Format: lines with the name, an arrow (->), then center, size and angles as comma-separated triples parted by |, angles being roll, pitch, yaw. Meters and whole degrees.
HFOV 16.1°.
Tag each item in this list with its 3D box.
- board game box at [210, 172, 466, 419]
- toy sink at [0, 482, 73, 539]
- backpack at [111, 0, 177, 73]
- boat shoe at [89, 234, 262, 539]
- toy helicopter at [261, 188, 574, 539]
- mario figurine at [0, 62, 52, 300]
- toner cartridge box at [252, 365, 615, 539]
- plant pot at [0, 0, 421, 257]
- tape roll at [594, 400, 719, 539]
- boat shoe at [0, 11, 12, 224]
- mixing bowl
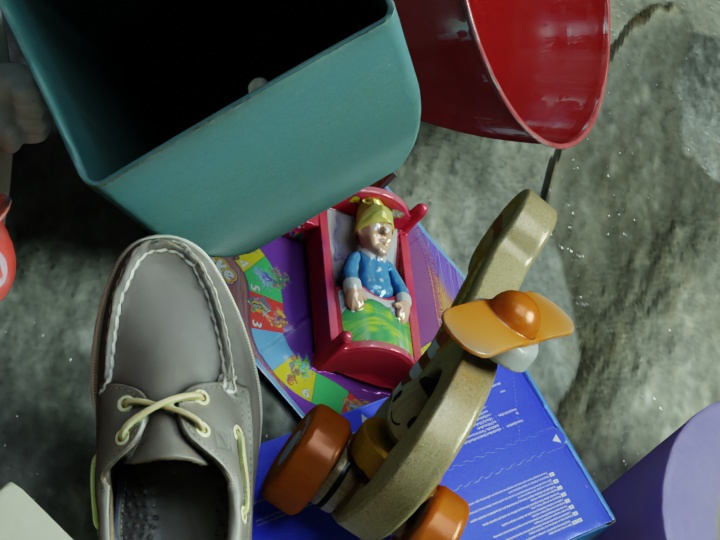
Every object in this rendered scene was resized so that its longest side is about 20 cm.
board game box -> 0.000, 0.000, 1.221 | 0.200, 0.039, 0.158 | 49, 41, 5
toy sink -> -0.153, 0.194, 0.888 | 0.130, 0.112, 0.200 | 44, 36, -1
backpack -> -0.093, -0.209, 1.256 | 0.163, 0.154, 0.200 | 50, 28, 6
boat shoe -> -0.075, 0.081, 1.024 | 0.071, 0.060, 0.202 | -1, 80, -1
toy helicopter -> 0.044, 0.030, 1.081 | 0.079, 0.132, 0.201 | 34, 47, -5
mario figurine -> -0.202, -0.070, 1.032 | 0.201, 0.123, 0.106 | 56, 8, -4
toner cartridge box -> 0.012, 0.109, 1.126 | 0.199, 0.043, 0.095 | -17, 71, -39
plant pot -> -0.055, -0.094, 1.108 | 0.142, 0.141, 0.200 | 62, 3, 21
tape roll -> 0.199, 0.167, 1.215 | 0.199, 0.085, 0.201 | 22, 47, -25
boat shoe -> -0.193, -0.107, 1.137 | 0.061, 0.073, 0.201 | -5, 68, -17
mixing bowl -> 0.043, -0.155, 1.304 | 0.200, 0.108, 0.202 | 23, 63, -60
